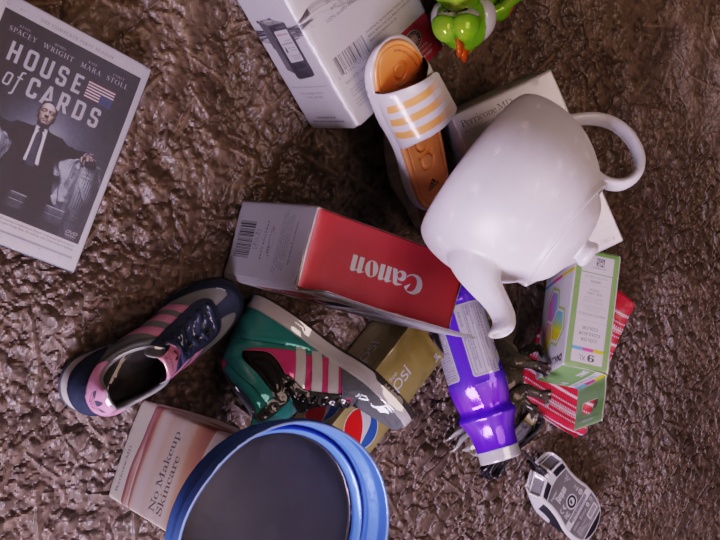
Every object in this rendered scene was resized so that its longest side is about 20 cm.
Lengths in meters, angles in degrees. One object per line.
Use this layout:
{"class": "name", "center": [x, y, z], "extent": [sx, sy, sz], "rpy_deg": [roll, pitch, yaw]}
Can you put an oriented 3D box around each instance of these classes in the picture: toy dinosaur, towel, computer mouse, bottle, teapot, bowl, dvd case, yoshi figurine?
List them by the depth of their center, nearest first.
{"class": "bowl", "center": [-0.067, 0.216, 0.859], "extent": [0.201, 0.039, 0.201], "rpy_deg": [-5, 98, -36]}
{"class": "dvd case", "center": [-0.280, -0.117, 0.921], "extent": [0.150, 0.025, 0.200], "rpy_deg": [25, 80, -37]}
{"class": "teapot", "center": [0.165, -0.061, 1.015], "extent": [0.200, 0.146, 0.197], "rpy_deg": [-56, 170, 22]}
{"class": "yoshi figurine", "center": [0.113, -0.293, 1.101], "extent": [0.112, 0.112, 0.200], "rpy_deg": [49, 25, -10]}
{"class": "bottle", "center": [0.126, 0.114, 1.188], "extent": [0.065, 0.084, 0.200], "rpy_deg": [-16, 81, -3]}
{"class": "toy dinosaur", "center": [0.168, 0.120, 1.260], "extent": [0.102, 0.077, 0.200], "rpy_deg": [10, 74, -7]}
{"class": "computer mouse", "center": [0.234, 0.272, 1.354], "extent": [0.200, 0.044, 0.110], "rpy_deg": [50, 61, -24]}
{"class": "towel", "center": [0.279, 0.101, 1.381], "extent": [0.145, 0.022, 0.200], "rpy_deg": [33, 75, -35]}

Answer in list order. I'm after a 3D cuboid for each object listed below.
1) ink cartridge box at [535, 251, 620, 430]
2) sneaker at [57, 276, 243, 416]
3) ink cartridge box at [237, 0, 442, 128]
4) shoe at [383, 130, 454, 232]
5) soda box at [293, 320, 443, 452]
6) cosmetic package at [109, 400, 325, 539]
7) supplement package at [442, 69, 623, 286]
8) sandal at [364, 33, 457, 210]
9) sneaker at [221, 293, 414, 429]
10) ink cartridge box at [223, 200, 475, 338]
{"class": "ink cartridge box", "center": [0.256, 0.083, 1.277], "extent": [0.059, 0.104, 0.200], "rpy_deg": [11, 73, -6]}
{"class": "sneaker", "center": [-0.175, 0.074, 0.986], "extent": [0.200, 0.082, 0.070], "rpy_deg": [-37, 116, -29]}
{"class": "ink cartridge box", "center": [-0.027, -0.264, 1.062], "extent": [0.145, 0.083, 0.200], "rpy_deg": [-45, 121, -25]}
{"class": "shoe", "center": [0.061, -0.123, 1.168], "extent": [0.070, 0.053, 0.200], "rpy_deg": [-44, 134, -39]}
{"class": "soda box", "center": [-0.001, 0.138, 1.137], "extent": [0.200, 0.068, 0.064], "rpy_deg": [-51, 121, -22]}
{"class": "cosmetic package", "center": [-0.133, 0.189, 0.957], "extent": [0.087, 0.200, 0.103], "rpy_deg": [23, 79, -36]}
{"class": "supplement package", "center": [0.181, -0.103, 1.172], "extent": [0.121, 0.120, 0.200], "rpy_deg": [-26, 99, 0]}
{"class": "sandal", "center": [0.068, -0.145, 1.076], "extent": [0.079, 0.059, 0.207], "rpy_deg": [-46, 133, -26]}
{"class": "sneaker", "center": [-0.057, 0.125, 1.049], "extent": [0.200, 0.084, 0.121], "rpy_deg": [34, 76, 6]}
{"class": "ink cartridge box", "center": [0.000, 0.000, 1.055], "extent": [0.200, 0.176, 0.084], "rpy_deg": [18, 84, -38]}
